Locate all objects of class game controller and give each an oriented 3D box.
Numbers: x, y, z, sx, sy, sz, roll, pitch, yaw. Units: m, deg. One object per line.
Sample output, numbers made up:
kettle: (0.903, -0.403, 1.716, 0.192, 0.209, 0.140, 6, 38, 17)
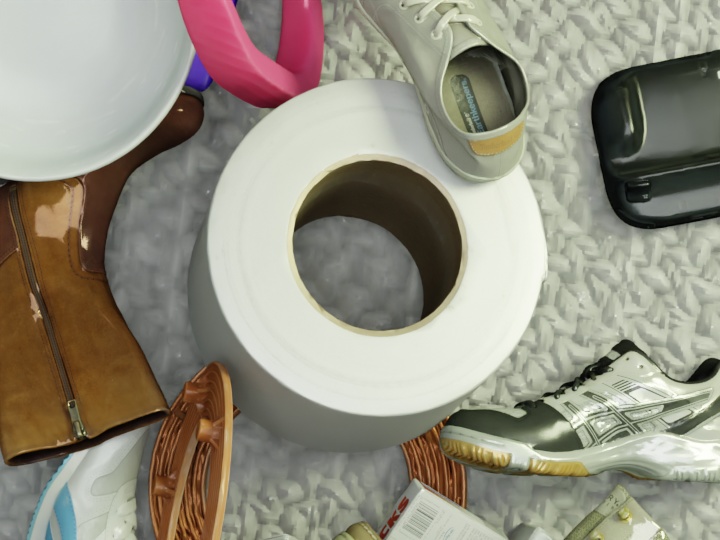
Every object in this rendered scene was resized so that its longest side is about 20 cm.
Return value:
game controller: (0.248, -0.092, 1.665, 0.199, 0.042, 0.105, -11, 75, -3)

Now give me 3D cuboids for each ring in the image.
ring: (-0.106, 0.151, 1.533, 0.019, 0.200, 0.201, 11, 88, -12)
ring: (-0.033, 0.137, 1.646, 0.200, 0.019, 0.201, 0, 89, -1)

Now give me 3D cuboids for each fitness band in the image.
fitness band: (-0.066, -0.173, 1.573, 0.037, 0.200, 0.144, -11, 80, 16)

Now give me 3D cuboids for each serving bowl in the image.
serving bowl: (-0.191, -0.156, 1.567, 0.199, 0.066, 0.201, 0, 98, 3)

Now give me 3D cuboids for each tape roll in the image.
tape roll: (0.000, 0.000, 1.578, 0.202, 0.139, 0.204, 2, 77, -8)

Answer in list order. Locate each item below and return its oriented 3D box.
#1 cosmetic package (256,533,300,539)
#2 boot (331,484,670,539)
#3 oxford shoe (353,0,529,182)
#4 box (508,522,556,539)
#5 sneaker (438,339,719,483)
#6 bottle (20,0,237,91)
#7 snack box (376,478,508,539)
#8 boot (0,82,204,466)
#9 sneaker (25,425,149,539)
cosmetic package: (-0.046, 0.266, 1.535, 0.090, 0.107, 0.201, -17, 64, 32)
boot: (0.096, 0.179, 1.534, 0.200, 0.072, 0.155, 43, 86, -5)
oxford shoe: (0.044, -0.147, 1.523, 0.075, 0.058, 0.201, -21, 76, -15)
box: (0.097, 0.272, 1.612, 0.124, 0.097, 0.200, 35, 86, -1)
sneaker: (0.145, 0.086, 1.636, 0.199, 0.076, 0.088, 2, 87, -15)
bottle: (-0.178, -0.174, 1.632, 0.199, 0.065, 0.084, 17, 94, -1)
snack box: (0.007, 0.229, 1.626, 0.072, 0.024, 0.200, 32, 97, -20)
boot: (-0.156, -0.001, 1.590, 0.188, 0.069, 0.201, -21, 65, -2)
sneaker: (-0.165, 0.178, 1.617, 0.081, 0.077, 0.201, 23, 97, 9)
